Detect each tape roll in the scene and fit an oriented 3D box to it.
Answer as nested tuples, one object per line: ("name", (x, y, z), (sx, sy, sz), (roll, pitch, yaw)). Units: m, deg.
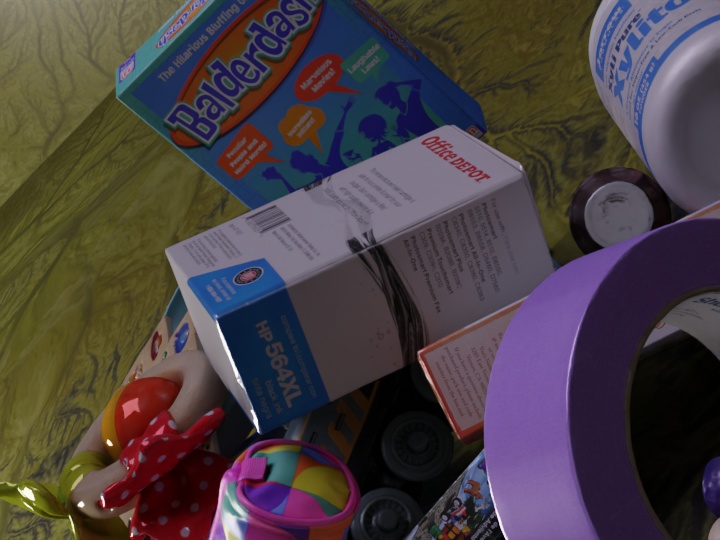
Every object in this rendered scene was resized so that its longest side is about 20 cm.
("tape roll", (0.155, 0.081, 0.963), (0.066, 0.200, 0.201), (-23, 32, 55))

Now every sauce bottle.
("sauce bottle", (0.161, -0.034, 1.294), (0.066, 0.066, 0.200), (-49, -6, 4))

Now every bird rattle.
("bird rattle", (-0.144, 0.111, 1.332), (0.200, 0.112, 0.164), (-37, 21, 45))

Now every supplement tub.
("supplement tub", (0.222, -0.116, 1.312), (0.132, 0.132, 0.200), (-47, 18, 11))

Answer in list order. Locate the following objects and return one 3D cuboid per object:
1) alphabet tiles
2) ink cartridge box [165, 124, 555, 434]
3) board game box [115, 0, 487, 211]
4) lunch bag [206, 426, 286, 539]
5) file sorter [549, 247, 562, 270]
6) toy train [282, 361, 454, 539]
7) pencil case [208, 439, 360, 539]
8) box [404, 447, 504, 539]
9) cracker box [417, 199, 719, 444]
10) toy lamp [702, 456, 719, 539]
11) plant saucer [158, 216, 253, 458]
("alphabet tiles", (-0.148, 0.125, 1.451), (0.168, 0.008, 0.200), (-57, 25, 25))
("ink cartridge box", (0.000, 0.000, 1.252), (0.199, 0.085, 0.146), (-24, 21, -9))
("board game box", (-0.038, -0.112, 1.386), (0.152, 0.200, 0.045), (-42, 26, 18))
("lunch bag", (-0.096, 0.222, 1.426), (0.199, 0.124, 0.170), (-31, 25, 27))
("file sorter", (0.037, 0.032, 1.459), (0.200, 0.139, 0.123), (-50, 21, 2))
("toy train", (0.004, 0.107, 1.328), (0.085, 0.113, 0.201), (87, -156, -69))
("pencil case", (-0.062, 0.196, 1.251), (0.089, 0.088, 0.201), (-82, 9, -59))
("box", (0.060, 0.148, 1.188), (0.137, 0.038, 0.200), (-49, -9, 4))
("cracker box", (0.133, 0.029, 1.168), (0.199, 0.058, 0.134), (-27, -7, 2))
("toy lamp", (0.152, 0.184, 1.005), (0.058, 0.058, 0.201), (-20, 34, 58))
("plant saucer", (-0.097, 0.061, 1.450), (0.200, 0.036, 0.201), (-46, 32, 39))
